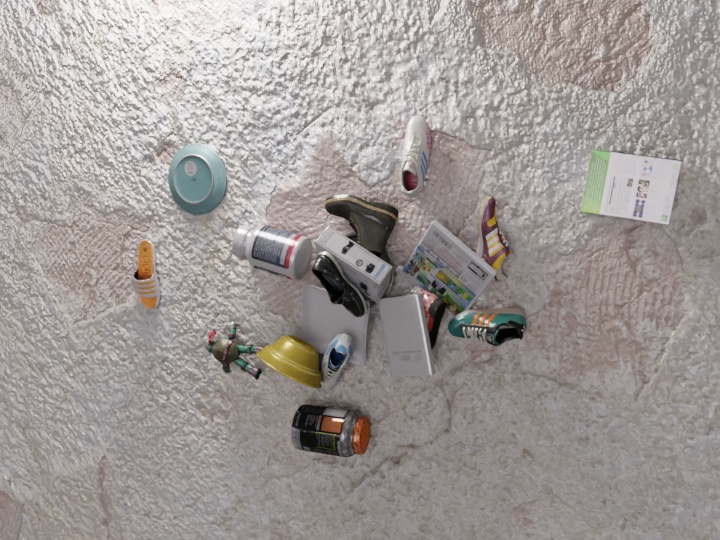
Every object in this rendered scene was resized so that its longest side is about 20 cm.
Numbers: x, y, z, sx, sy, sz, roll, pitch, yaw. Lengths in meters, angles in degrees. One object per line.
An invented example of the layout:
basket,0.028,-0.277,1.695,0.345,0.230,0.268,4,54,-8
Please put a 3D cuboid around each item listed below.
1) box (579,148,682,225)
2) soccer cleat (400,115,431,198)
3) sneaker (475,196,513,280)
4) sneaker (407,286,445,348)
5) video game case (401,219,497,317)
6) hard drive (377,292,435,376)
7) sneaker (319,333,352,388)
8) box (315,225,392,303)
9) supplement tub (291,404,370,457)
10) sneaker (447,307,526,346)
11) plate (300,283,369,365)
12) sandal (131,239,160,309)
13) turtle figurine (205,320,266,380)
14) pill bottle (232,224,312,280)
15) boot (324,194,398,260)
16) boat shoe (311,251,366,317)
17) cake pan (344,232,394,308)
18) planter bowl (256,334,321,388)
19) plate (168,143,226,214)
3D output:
box,0.613,-0.191,1.504,0.195,0.036,0.148,11,101,17
soccer cleat,0.135,-0.282,1.634,0.068,0.086,0.205,6,99,18
sneaker,0.330,-0.077,1.602,0.088,0.075,0.205,8,109,20
sneaker,0.145,0.142,1.704,0.107,0.067,0.205,33,120,32
video game case,0.217,0.002,1.642,0.199,0.022,0.184,41,132,10
hard drive,0.115,0.165,1.672,0.130,0.026,0.205,-8,93,39
sneaker,-0.074,0.253,1.766,0.071,0.073,0.202,26,130,5
box,-0.019,-0.015,1.665,0.198,0.117,0.061,32,67,14
supplement tub,-0.079,0.436,1.788,0.195,0.122,0.126,4,99,19
sneaker,0.308,0.144,1.622,0.196,0.081,0.072,-10,127,20
plate,-0.067,0.141,1.770,0.195,0.032,0.204,14,119,19
sandal,-0.651,0.014,1.969,0.077,0.059,0.212,-1,97,20
turtle figurine,-0.369,0.232,1.882,0.196,0.101,0.153,18,103,11
pill bottle,-0.240,-0.056,1.781,0.196,0.119,0.122,16,102,16
boot,-0.013,-0.110,1.684,0.196,0.078,0.141,10,69,19
boat shoe,-0.056,0.050,1.645,0.073,0.066,0.202,-6,124,41
cake pan,0.000,0.000,1.746,0.196,0.037,0.206,3,98,19
planter bowl,-0.174,0.230,1.767,0.198,0.200,0.085,28,90,14
plate,-0.474,-0.261,1.888,0.195,0.026,0.206,3,99,20
